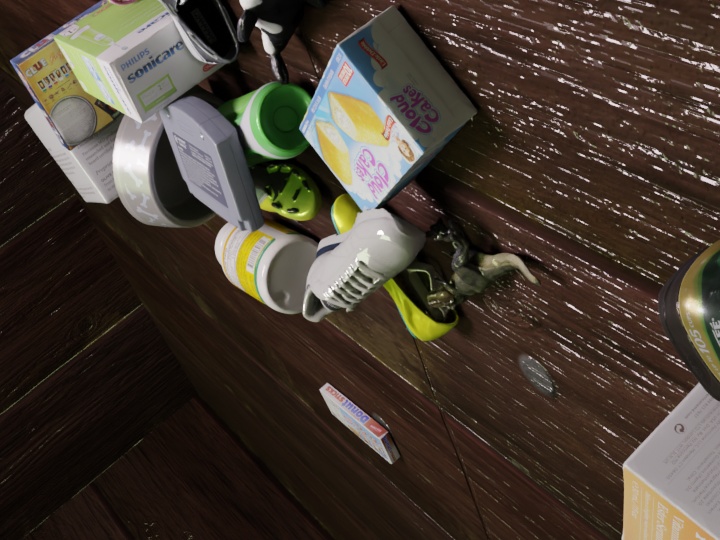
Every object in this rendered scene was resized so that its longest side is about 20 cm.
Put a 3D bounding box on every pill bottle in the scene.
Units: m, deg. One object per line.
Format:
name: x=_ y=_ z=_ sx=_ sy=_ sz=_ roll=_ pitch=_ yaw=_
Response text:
pill bottle: x=-0.138 y=-0.015 z=1.411 sx=0.199 sy=0.112 sz=0.114 roll=24 pitch=148 yaw=55

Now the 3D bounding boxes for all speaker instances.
speaker: x=-0.116 y=-0.166 z=1.117 sx=0.089 sy=0.088 sz=0.199 roll=57 pitch=162 yaw=-16

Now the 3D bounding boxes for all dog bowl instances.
dog bowl: x=-0.234 y=-0.151 z=1.281 sx=0.058 sy=0.201 sz=0.202 roll=18 pitch=146 yaw=32

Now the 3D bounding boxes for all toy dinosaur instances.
toy dinosaur: x=0.104 y=-0.010 z=0.940 sx=0.088 sy=0.047 sz=0.200 roll=47 pitch=160 yaw=-6

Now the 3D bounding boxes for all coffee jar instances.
coffee jar: x=0.259 y=0.023 z=0.547 sx=0.105 sy=0.085 sz=0.200 roll=52 pitch=163 yaw=-2

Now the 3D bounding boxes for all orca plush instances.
orca plush: x=-0.066 y=-0.239 z=0.888 sx=0.070 sy=0.107 sz=0.201 roll=15 pitch=151 yaw=6

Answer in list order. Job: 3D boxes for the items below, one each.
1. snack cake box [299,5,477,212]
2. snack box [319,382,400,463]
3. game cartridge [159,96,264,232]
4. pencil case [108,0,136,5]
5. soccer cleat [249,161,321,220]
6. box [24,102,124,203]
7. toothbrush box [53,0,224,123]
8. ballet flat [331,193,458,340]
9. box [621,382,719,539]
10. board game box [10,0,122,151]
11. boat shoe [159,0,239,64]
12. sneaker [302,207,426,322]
snack cake box: x=0.018 y=-0.136 z=0.875 sx=0.116 sy=0.067 sz=0.200 roll=52 pitch=162 yaw=2
snack box: x=-0.004 y=0.279 z=1.773 sx=0.199 sy=0.024 sz=0.073 roll=32 pitch=152 yaw=48
game cartridge: x=-0.179 y=-0.134 z=1.136 sx=0.199 sy=0.040 sz=0.135 roll=34 pitch=149 yaw=54
pencil case: x=-0.345 y=-0.411 z=1.226 sx=0.199 sy=0.087 sz=0.088 roll=39 pitch=159 yaw=33
soccer cleat: x=-0.100 y=-0.103 z=1.267 sx=0.083 sy=0.066 sz=0.199 roll=28 pitch=176 yaw=-40
box: x=-0.373 y=-0.227 z=1.455 sx=0.173 sy=0.199 sz=0.198 roll=55 pitch=162 yaw=-18
toothbrush box: x=-0.272 y=-0.277 z=1.198 sx=0.199 sy=0.145 sz=0.087 roll=28 pitch=151 yaw=50
ballet flat: x=0.046 y=-0.008 z=1.072 sx=0.066 sy=0.067 sz=0.202 roll=-15 pitch=116 yaw=47
box: x=0.310 y=0.212 z=0.740 sx=0.199 sy=0.106 sz=0.154 roll=38 pitch=157 yaw=37
board game box: x=-0.352 y=-0.278 z=1.306 sx=0.034 sy=0.199 sz=0.137 roll=28 pitch=151 yaw=48
boat shoe: x=-0.199 y=-0.315 z=1.066 sx=0.067 sy=0.071 sz=0.202 roll=27 pitch=152 yaw=56
sneaker: x=0.000 y=0.000 z=0.976 sx=0.076 sy=0.081 sz=0.200 roll=33 pitch=154 yaw=-12
